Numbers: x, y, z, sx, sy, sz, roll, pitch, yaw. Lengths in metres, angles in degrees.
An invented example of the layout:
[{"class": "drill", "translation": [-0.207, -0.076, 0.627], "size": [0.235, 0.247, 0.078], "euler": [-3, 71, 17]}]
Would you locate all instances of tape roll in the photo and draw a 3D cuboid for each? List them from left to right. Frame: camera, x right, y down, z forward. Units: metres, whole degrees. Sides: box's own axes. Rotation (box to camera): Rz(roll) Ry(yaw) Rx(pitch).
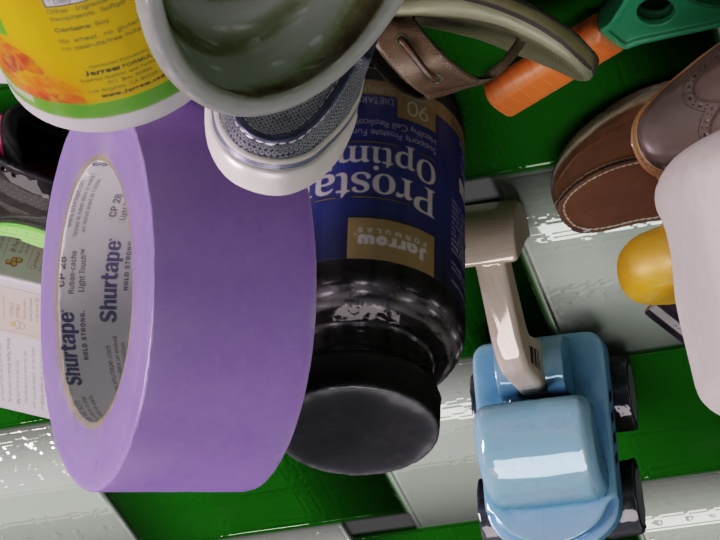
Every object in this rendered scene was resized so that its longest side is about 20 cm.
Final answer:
[{"class": "tape roll", "translation": [-0.096, 0.012, 1.269], "size": [0.085, 0.201, 0.200], "euler": [2, 145, -21]}]

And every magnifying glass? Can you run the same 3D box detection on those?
[{"class": "magnifying glass", "translation": [0.144, -0.133, 1.282], "size": [0.079, 0.022, 0.200], "euler": [31, 132, -34]}]

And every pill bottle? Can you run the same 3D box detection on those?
[{"class": "pill bottle", "translation": [-0.127, -0.164, 1.064], "size": [0.111, 0.111, 0.200], "euler": [-6, 140, 10]}, {"class": "pill bottle", "translation": [0.000, 0.000, 1.312], "size": [0.111, 0.201, 0.112], "euler": [1, 144, 0]}]

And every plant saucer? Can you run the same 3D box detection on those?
[{"class": "plant saucer", "translation": [-0.036, -0.165, 1.042], "size": [0.050, 0.200, 0.200], "euler": [25, 155, 31]}]

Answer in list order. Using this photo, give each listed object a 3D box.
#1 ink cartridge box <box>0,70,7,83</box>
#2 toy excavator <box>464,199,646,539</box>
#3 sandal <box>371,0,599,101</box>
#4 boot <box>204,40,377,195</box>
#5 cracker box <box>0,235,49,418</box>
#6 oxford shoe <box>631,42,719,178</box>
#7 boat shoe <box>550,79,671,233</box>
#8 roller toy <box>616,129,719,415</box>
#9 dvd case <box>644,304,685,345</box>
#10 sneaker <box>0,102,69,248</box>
[{"class": "ink cartridge box", "translation": [-0.132, -0.176, 1.194], "size": [0.115, 0.067, 0.200], "euler": [4, 143, -3]}, {"class": "toy excavator", "translation": [0.102, 0.067, 1.469], "size": [0.099, 0.195, 0.200], "euler": [-7, 170, 12]}, {"class": "sandal", "translation": [0.019, -0.116, 1.255], "size": [0.200, 0.058, 0.080], "euler": [10, 178, -1]}, {"class": "boot", "translation": [-0.022, -0.132, 1.144], "size": [0.072, 0.200, 0.091], "euler": [13, 140, 3]}, {"class": "cracker box", "translation": [-0.188, 0.024, 1.448], "size": [0.199, 0.058, 0.134], "euler": [13, 143, 2]}, {"class": "oxford shoe", "translation": [0.220, -0.106, 1.246], "size": [0.199, 0.072, 0.073], "euler": [-27, 164, 15]}, {"class": "boat shoe", "translation": [0.188, -0.060, 1.331], "size": [0.200, 0.072, 0.076], "euler": [-23, 136, 30]}, {"class": "roller toy", "translation": [0.236, -0.014, 1.199], "size": [0.182, 0.140, 0.200], "euler": [-7, 167, -23]}, {"class": "dvd case", "translation": [0.257, 0.039, 1.405], "size": [0.149, 0.016, 0.200], "euler": [37, 158, -4]}, {"class": "sneaker", "translation": [-0.207, -0.057, 1.366], "size": [0.199, 0.077, 0.084], "euler": [0, 131, -8]}]
